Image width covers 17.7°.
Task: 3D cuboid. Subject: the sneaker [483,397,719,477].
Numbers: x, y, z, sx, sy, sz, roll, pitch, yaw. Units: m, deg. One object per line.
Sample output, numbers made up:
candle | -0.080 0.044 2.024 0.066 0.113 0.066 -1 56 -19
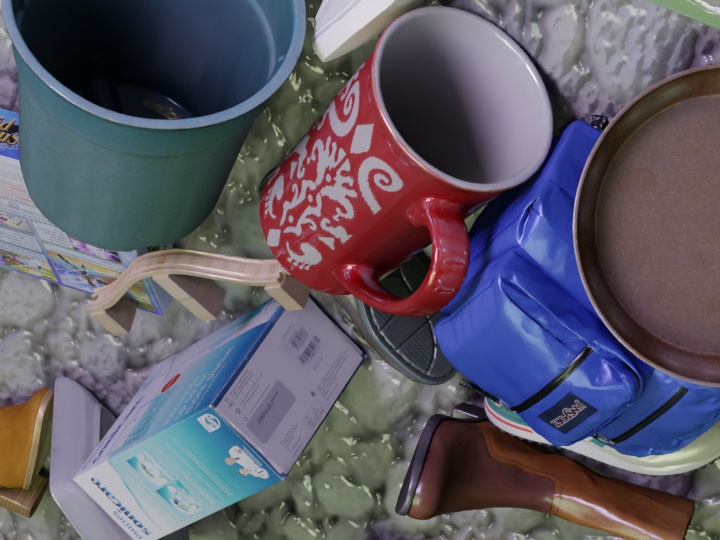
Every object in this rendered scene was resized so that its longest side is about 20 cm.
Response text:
sneaker | 0.171 0.083 1.642 0.199 0.070 0.094 12 140 28

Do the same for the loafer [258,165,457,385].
loafer | 0.000 0.000 1.691 0.200 0.072 0.063 52 156 -10

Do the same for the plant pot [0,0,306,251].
plant pot | -0.152 -0.125 1.578 0.200 0.200 0.196 30 147 5

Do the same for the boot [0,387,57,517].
boot | -0.339 0.140 2.025 0.144 0.071 0.201 25 145 2

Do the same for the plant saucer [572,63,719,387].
plant saucer | 0.228 -0.028 1.444 0.200 0.200 0.034 38 177 -5

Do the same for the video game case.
video game case | -0.248 -0.054 1.771 0.199 0.046 0.181 16 151 20

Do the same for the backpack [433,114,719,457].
backpack | 0.161 0.035 1.536 0.200 0.168 0.162 37 148 -7

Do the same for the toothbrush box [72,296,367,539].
toothbrush box | -0.110 0.115 1.800 0.085 0.147 0.200 46 139 -13

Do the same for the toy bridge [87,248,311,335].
toy bridge | -0.128 0.011 1.718 0.199 0.027 0.067 -9 141 38

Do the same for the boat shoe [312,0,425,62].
boat shoe | 0.016 -0.206 1.477 0.069 0.072 0.200 56 146 8

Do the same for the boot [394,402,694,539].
boot | 0.136 0.171 1.675 0.199 0.188 0.069 23 100 15

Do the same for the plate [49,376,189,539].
plate | -0.192 0.200 1.927 0.032 0.200 0.200 -29 115 9

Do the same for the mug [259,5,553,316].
mug | 0.013 -0.056 1.543 0.133 0.178 0.200 35 144 -11

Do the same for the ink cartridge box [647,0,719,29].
ink cartridge box | 0.226 -0.231 1.316 0.104 0.059 0.200 23 138 13
